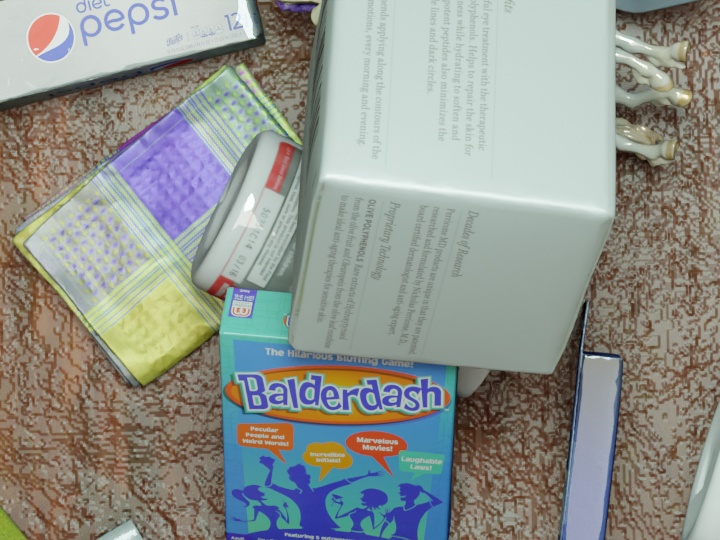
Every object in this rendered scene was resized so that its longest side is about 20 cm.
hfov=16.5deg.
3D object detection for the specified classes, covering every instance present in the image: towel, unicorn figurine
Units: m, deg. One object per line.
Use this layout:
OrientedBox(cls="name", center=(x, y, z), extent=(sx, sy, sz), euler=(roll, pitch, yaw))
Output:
OrientedBox(cls="towel", center=(-0.121, -0.030, 1.689), extent=(0.200, 0.023, 0.144), euler=(-37, 86, 3))
OrientedBox(cls="unicorn figurine", center=(0.144, -0.139, 1.600), extent=(0.137, 0.201, 0.074), euler=(16, 46, 17))

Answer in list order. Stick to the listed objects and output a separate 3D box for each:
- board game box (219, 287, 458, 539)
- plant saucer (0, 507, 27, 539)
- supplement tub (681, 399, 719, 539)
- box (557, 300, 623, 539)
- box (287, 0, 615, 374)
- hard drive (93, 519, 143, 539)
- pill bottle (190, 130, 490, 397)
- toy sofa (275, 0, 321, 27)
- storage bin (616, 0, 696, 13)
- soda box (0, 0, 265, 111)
OrientedBox(cls="board game box", center=(-0.013, 0.103, 1.608), extent=(0.151, 0.045, 0.201), euler=(5, 133, 5))
OrientedBox(cls="plant saucer", center=(-0.364, 0.180, 1.691), extent=(0.200, 0.048, 0.200), euler=(-40, 87, 3))
OrientedBox(cls="supplement tub", center=(0.319, 0.149, 1.595), extent=(0.199, 0.145, 0.146), euler=(17, 91, 4))
OrientedBox(cls="box", center=(0.149, 0.120, 1.619), extent=(0.032, 0.121, 0.201), euler=(5, 90, 5))
OrientedBox(cls="box", center=(0.053, -0.074, 1.479), extent=(0.170, 0.200, 0.200), euler=(6, 59, -4))
OrientedBox(cls="hard drive", center=(-0.205, 0.278, 1.658), extent=(0.199, 0.033, 0.140), euler=(-30, 89, -14))
OrientedBox(cls="pill bottle", center=(0.000, 0.000, 1.623), extent=(0.199, 0.114, 0.114), euler=(26, 91, -9))
OrientedBox(cls="toy sofa", center=(0.018, -0.244, 1.643), extent=(0.097, 0.083, 0.201), euler=(16, 85, 13))
OrientedBox(cls="storage bin", center=(0.174, -0.286, 1.584), extent=(0.200, 0.145, 0.135), euler=(41, 66, -25))
OrientedBox(cls="soda box", center=(-0.168, -0.163, 1.673), extent=(0.199, 0.063, 0.069), euler=(-14, 90, 4))
